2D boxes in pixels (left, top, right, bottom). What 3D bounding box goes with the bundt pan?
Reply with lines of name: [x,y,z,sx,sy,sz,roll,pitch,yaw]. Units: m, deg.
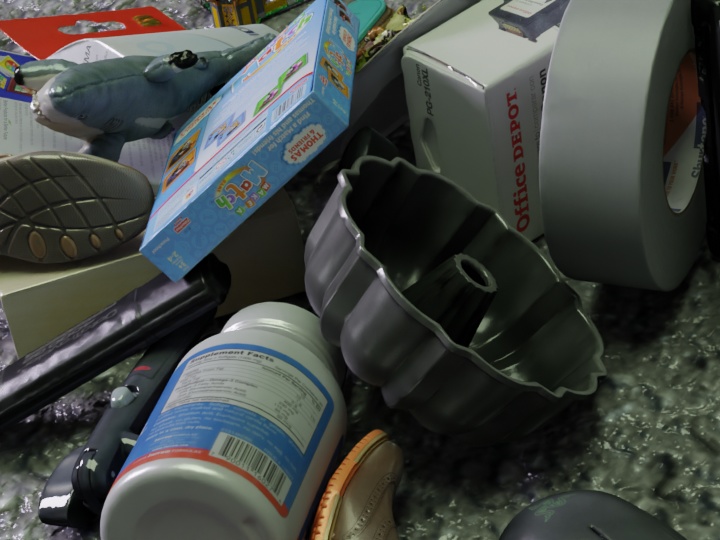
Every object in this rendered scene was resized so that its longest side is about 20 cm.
bundt pan: [0.048,0.027,1.485,0.202,0.076,0.202,31,26,-17]

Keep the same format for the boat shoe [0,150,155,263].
boat shoe: [-0.228,-0.046,1.616,0.199,0.076,0.072,-2,15,9]

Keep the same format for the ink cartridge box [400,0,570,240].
ink cartridge box: [0.134,-0.122,1.670,0.200,0.145,0.084,-32,43,-26]

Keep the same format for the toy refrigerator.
toy refrigerator: [-0.139,0.001,1.643,0.200,0.070,0.076,-17,29,-9]

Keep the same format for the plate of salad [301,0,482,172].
plate of salad: [0.024,-0.143,1.704,0.200,0.200,0.048,-36,80,-31]

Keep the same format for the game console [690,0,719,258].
game console: [0.268,-0.079,1.531,0.176,0.200,0.116,-26,40,-22]

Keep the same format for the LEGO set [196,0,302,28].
LEGO set: [-0.099,-0.287,1.976,0.153,0.116,0.200,-20,37,-12]

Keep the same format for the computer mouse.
computer mouse: [0.152,0.169,1.351,0.138,0.053,0.200,-35,42,-28]

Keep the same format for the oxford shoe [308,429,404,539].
oxford shoe: [0.001,0.173,1.388,0.073,0.071,0.200,17,46,5]

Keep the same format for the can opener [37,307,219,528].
can opener: [-0.131,0.082,1.533,0.078,0.063,0.200,6,40,23]

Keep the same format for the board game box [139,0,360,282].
board game box: [-0.067,-0.090,1.578,0.151,0.037,0.200,-41,17,18]

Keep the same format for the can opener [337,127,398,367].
can opener: [0.000,0.000,1.604,0.063,0.079,0.200,-35,31,42]

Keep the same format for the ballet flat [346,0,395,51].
ballet flat: [-0.034,-0.118,1.769,0.068,0.072,0.200,6,38,39]

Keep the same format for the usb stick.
usb stick: [-0.169,0.050,1.556,0.200,0.033,0.055,-30,20,9]

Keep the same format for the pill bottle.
pill bottle: [-0.070,0.104,1.440,0.112,0.112,0.200,0,29,15]

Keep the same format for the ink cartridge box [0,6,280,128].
ink cartridge box: [-0.149,-0.168,1.830,0.160,0.047,0.200,-11,35,-42]

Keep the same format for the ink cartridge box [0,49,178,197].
ink cartridge box: [-0.191,-0.092,1.756,0.200,0.047,0.198,12,23,-13]

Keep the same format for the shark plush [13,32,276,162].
shark plush: [-0.134,-0.118,1.657,0.200,0.083,0.091,-6,69,-33]

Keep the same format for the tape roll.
tape roll: [0.173,-0.089,1.550,0.066,0.201,0.200,8,40,21]
